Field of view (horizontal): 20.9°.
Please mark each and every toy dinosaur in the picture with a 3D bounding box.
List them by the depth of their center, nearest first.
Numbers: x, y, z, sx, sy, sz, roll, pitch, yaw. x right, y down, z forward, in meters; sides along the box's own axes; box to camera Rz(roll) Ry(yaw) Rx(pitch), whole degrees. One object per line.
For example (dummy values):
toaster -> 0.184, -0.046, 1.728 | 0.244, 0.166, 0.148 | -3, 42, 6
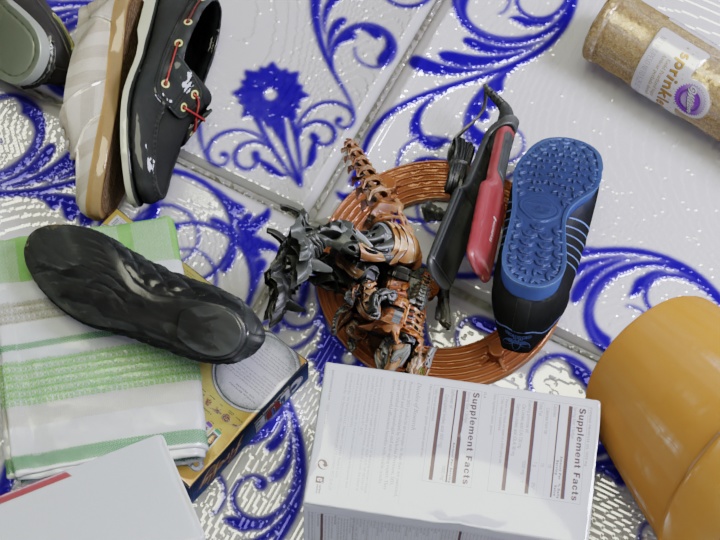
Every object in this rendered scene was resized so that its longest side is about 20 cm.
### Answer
toy dinosaur -> 0.000, 0.000, 1.478 | 0.134, 0.103, 0.201 | 1, 43, -17

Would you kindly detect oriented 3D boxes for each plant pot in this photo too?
plant pot -> 0.262, 0.121, 1.381 | 0.199, 0.201, 0.183 | -30, 52, -15

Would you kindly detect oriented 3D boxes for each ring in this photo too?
ring -> 0.064, -0.001, 1.524 | 0.198, 0.019, 0.202 | 0, 63, 0

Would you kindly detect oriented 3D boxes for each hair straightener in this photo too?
hair straightener -> 0.076, -0.067, 1.504 | 0.076, 0.041, 0.201 | -14, 46, 30

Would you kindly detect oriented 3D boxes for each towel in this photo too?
towel -> -0.196, 0.059, 1.448 | 0.148, 0.031, 0.202 | -7, 61, -7

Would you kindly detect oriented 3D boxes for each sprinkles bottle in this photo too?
sprinkles bottle -> 0.278, -0.150, 1.577 | 0.199, 0.068, 0.068 | 34, 67, 16

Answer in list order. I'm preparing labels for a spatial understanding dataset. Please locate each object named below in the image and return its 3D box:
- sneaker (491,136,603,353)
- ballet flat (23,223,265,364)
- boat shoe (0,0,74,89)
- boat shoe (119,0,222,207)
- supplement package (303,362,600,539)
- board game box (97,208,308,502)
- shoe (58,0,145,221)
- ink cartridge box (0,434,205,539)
sneaker -> 0.138, -0.022, 1.494 | 0.070, 0.078, 0.201 | 17, 41, 9
ballet flat -> -0.162, 0.022, 1.435 | 0.199, 0.057, 0.067 | 25, 90, 16
boat shoe -> -0.305, -0.222, 1.609 | 0.072, 0.060, 0.202 | -49, 63, 20
boat shoe -> -0.152, -0.141, 1.560 | 0.062, 0.074, 0.203 | 2, 58, 9
supplement package -> 0.064, 0.149, 1.394 | 0.198, 0.114, 0.110 | 8, 64, 2
board game box -> -0.157, 0.062, 1.478 | 0.200, 0.035, 0.136 | 38, 68, 16
shoe -> -0.210, -0.131, 1.558 | 0.053, 0.070, 0.202 | 0, 65, 11
ink cartridge box -> -0.176, 0.210, 1.311 | 0.143, 0.201, 0.084 | -20, 61, -11
